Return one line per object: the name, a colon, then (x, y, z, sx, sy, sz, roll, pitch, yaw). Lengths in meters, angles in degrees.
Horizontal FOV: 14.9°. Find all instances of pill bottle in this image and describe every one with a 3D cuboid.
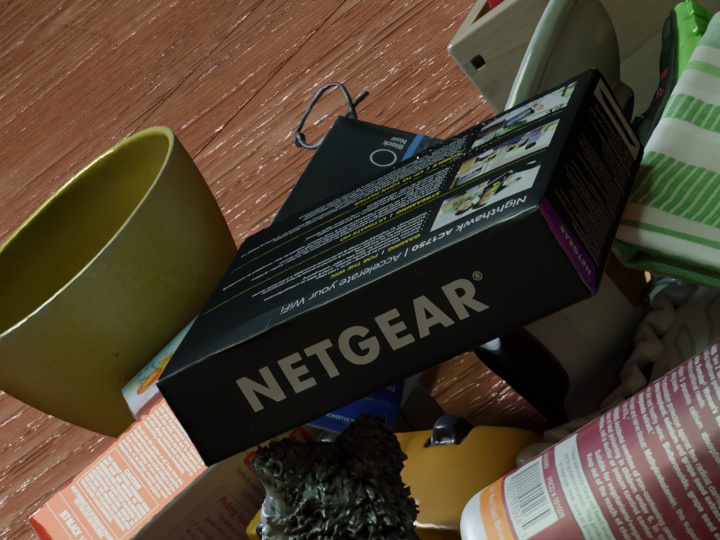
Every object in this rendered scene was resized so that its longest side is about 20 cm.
pill bottle: (0.147, 0.088, 1.085, 0.199, 0.110, 0.110, -33, 21, 14)

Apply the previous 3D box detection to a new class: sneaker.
sneaker: (0.159, -0.070, 1.383, 0.084, 0.077, 0.200, -36, 17, 27)
sneaker: (0.147, 0.067, 1.222, 0.081, 0.075, 0.200, 14, 51, 40)
sneaker: (0.106, 0.025, 1.309, 0.085, 0.073, 0.200, -48, -5, -10)

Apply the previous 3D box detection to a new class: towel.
towel: (0.205, -0.050, 1.251, 0.152, 0.024, 0.200, 14, 41, 17)

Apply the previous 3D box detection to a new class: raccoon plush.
raccoon plush: (0.033, 0.135, 1.178, 0.199, 0.135, 0.096, 2, 10, 40)

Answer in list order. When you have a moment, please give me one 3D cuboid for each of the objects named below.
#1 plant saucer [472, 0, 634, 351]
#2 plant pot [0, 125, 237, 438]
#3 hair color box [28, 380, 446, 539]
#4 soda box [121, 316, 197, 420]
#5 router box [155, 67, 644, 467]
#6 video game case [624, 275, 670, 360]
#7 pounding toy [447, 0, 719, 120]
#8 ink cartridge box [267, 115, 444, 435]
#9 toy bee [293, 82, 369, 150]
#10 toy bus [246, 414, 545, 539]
plant saucer: (0.100, -0.049, 1.403, 0.200, 0.050, 0.201, 18, -90, -80)
plant pot: (-0.147, 0.029, 1.769, 0.200, 0.142, 0.200, -38, 19, 16)
hair color box: (-0.061, 0.103, 1.431, 0.200, 0.111, 0.064, -41, 50, -1)
soda box: (-0.050, 0.034, 1.672, 0.200, 0.068, 0.064, -43, 17, 0)
router box: (0.019, -0.002, 1.213, 0.199, 0.051, 0.149, -25, 17, 25)
video game case: (0.180, -0.032, 1.409, 0.199, 0.026, 0.181, -24, 27, 45)
pounding toy: (0.135, -0.172, 1.595, 0.184, 0.142, 0.200, -34, 12, 25)
ink cartridge box: (0.000, 0.000, 1.375, 0.099, 0.039, 0.200, 14, 42, 13)
toy bee: (0.022, -0.003, 1.576, 0.130, 0.108, 0.201, -12, 55, 47)
toy bus: (0.029, 0.120, 1.315, 0.065, 0.078, 0.200, -54, 21, -26)
